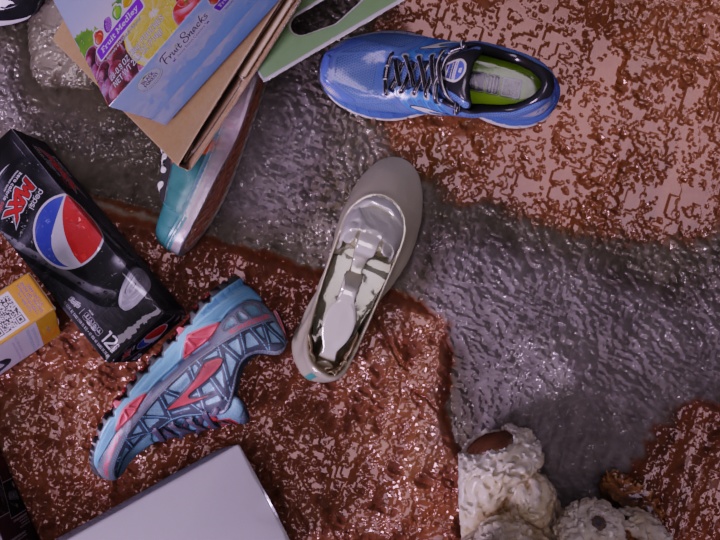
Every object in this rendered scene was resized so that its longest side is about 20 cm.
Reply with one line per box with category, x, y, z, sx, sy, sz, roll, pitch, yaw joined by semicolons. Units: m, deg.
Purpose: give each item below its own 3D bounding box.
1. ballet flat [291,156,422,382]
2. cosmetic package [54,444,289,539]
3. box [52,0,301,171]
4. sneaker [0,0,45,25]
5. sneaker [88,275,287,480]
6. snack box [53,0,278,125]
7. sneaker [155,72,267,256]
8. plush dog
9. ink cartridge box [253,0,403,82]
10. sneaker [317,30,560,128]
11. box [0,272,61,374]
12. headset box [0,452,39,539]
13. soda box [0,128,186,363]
ballet flat;0.000;0.000;0.936;0.069;0.069;0.200;21;90;2
cosmetic package;-0.162;0.232;0.902;0.200;0.081;0.113;-25;88;-22
box;-0.151;-0.200;0.903;0.200;0.021;0.164;43;107;30
sneaker;-0.360;-0.260;0.941;0.200;0.088;0.076;20;90;2
sneaker;-0.138;0.105;0.935;0.095;0.079;0.200;41;92;0
snack box;-0.155;-0.240;0.858;0.169;0.068;0.200;-44;60;21
sneaker;-0.138;-0.114;0.944;0.080;0.071;0.200;20;82;3
plush dog;0.163;0.232;0.893;0.171;0.200;0.161;-2;123;12
ink cartridge box;-0.053;-0.249;0.916;0.145;0.048;0.200;-30;68;1
sneaker;0.064;-0.160;0.922;0.200;0.089;0.079;4;89;3
box;-0.330;0.082;0.895;0.200;0.119;0.042;-34;87;-18
headset box;-0.354;0.230;0.945;0.148;0.075;0.200;-25;89;2
soda box;-0.234;-0.019;0.934;0.063;0.071;0.200;-42;82;3
